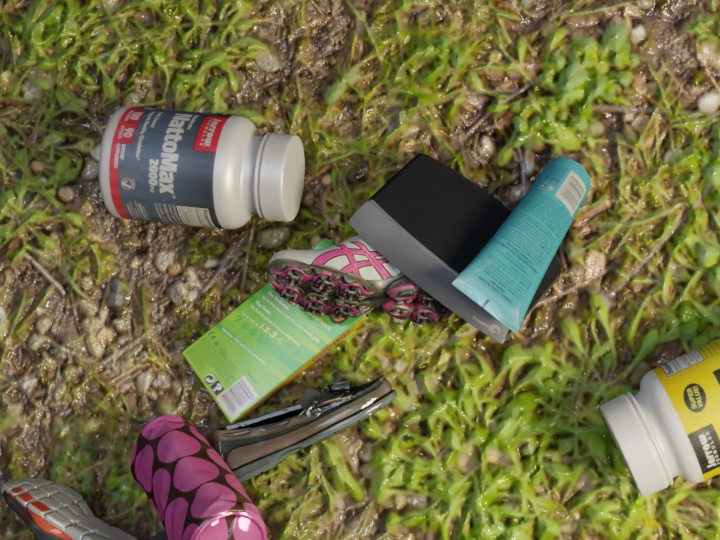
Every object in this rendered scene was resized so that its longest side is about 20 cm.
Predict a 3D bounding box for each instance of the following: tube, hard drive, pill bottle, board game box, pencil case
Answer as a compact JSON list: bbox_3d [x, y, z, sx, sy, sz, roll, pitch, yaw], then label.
[{"bbox_3d":[0.166,-0.031,1.292,0.077,0.051,0.201,34,55,5],"label":"tube"},{"bbox_3d":[0.100,-0.030,1.323,0.199,0.043,0.135,38,52,12],"label":"hard drive"},{"bbox_3d":[0.337,0.131,1.245,0.198,0.114,0.115,-26,76,5],"label":"pill bottle"},{"bbox_3d":[-0.084,0.063,1.384,0.199,0.030,0.096,-39,75,4],"label":"board game box"},{"bbox_3d":[-0.165,-0.107,1.385,0.197,0.120,0.122,5,80,12],"label":"pill bottle"},{"bbox_3d":[-0.168,0.228,1.297,0.090,0.200,0.095,10,108,-29],"label":"pencil case"}]

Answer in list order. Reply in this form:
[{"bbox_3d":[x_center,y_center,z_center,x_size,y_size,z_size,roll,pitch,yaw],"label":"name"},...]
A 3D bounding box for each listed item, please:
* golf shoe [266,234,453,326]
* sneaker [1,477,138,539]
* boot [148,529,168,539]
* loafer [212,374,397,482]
[{"bbox_3d":[0.000,0.000,1.340,0.197,0.073,0.093,8,52,-14],"label":"golf shoe"},{"bbox_3d":[-0.308,0.285,1.355,0.199,0.077,0.083,28,106,33],"label":"sneaker"},{"bbox_3d":[-0.153,0.317,1.293,0.198,0.069,0.176,-22,47,20],"label":"boot"},{"bbox_3d":[-0.061,0.150,1.337,0.198,0.072,0.064,-29,88,7],"label":"loafer"}]
